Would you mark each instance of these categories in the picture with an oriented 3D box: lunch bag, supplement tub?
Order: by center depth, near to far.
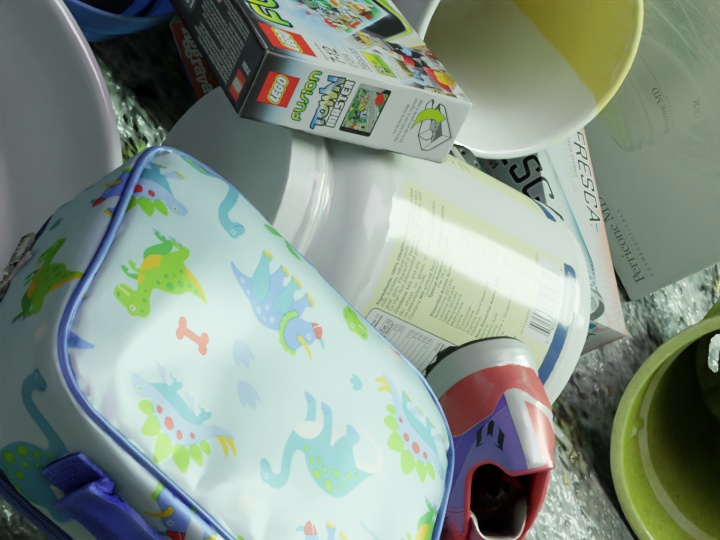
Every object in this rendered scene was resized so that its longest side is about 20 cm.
[{"bbox_3d":[-0.057,0.063,0.763,0.200,0.082,0.161,45,36,-23],"label":"lunch bag"},{"bbox_3d":[0.000,0.000,0.969,0.200,0.145,0.145,25,48,-36],"label":"supplement tub"}]

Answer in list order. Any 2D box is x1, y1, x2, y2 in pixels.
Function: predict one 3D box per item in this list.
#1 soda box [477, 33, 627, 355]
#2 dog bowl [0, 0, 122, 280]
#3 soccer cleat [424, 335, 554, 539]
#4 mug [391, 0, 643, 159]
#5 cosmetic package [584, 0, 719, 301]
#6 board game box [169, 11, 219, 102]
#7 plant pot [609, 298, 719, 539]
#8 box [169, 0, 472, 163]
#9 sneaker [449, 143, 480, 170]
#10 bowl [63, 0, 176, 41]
[{"bbox_3d":[0.107,-0.044,1.231,0.068,0.064,0.200,22,50,-45],"label":"soda box"},{"bbox_3d":[-0.197,-0.062,0.811,0.200,0.079,0.200,33,44,-38],"label":"dog bowl"},{"bbox_3d":[0.050,0.115,0.944,0.068,0.200,0.073,-7,53,-17],"label":"soccer cleat"},{"bbox_3d":[0.084,-0.168,1.186,0.186,0.150,0.153,-3,32,-25],"label":"mug"},{"bbox_3d":[0.240,-0.116,1.339,0.123,0.200,0.199,-28,90,-55],"label":"cosmetic package"},{"bbox_3d":[-0.052,-0.145,1.087,0.200,0.019,0.103,-69,148,-49],"label":"board game box"},{"bbox_3d":[0.274,0.089,1.275,0.200,0.200,0.184,58,22,-8],"label":"plant pot"},{"bbox_3d":[-0.035,-0.125,0.941,0.110,0.035,0.200,11,29,-31],"label":"box"},{"bbox_3d":[0.020,-0.050,1.108,0.200,0.074,0.087,50,34,-30],"label":"sneaker"},{"bbox_3d":[-0.161,-0.208,1.000,0.201,0.039,0.201,33,43,-38],"label":"bowl"}]
